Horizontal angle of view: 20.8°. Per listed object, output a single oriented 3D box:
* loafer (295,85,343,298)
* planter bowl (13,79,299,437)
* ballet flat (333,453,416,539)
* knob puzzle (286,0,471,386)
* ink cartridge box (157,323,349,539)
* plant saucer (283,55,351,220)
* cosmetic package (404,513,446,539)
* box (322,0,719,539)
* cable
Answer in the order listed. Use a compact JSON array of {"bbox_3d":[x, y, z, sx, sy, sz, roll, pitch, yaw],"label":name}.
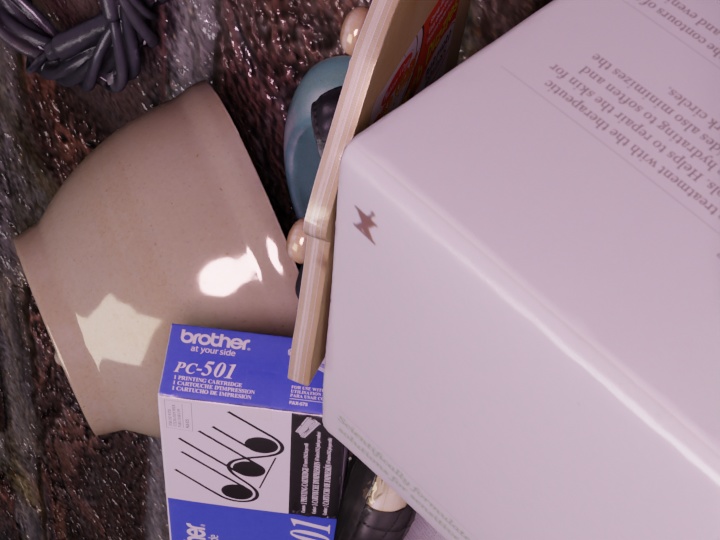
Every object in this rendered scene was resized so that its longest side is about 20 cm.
[{"bbox_3d":[0.000,0.000,0.967,0.070,0.068,0.201,-8,128,10],"label":"loafer"},{"bbox_3d":[-0.110,0.011,1.087,0.200,0.134,0.201,158,90,-84],"label":"planter bowl"},{"bbox_3d":[0.015,0.138,0.994,0.057,0.067,0.200,9,143,3],"label":"ballet flat"},{"bbox_3d":[0.008,-0.081,0.803,0.030,0.220,0.220,20,144,10],"label":"knob puzzle"},{"bbox_3d":[-0.053,0.101,1.024,0.094,0.044,0.200,7,147,1],"label":"ink cartridge box"},{"bbox_3d":[0.023,-0.018,1.032,0.200,0.027,0.200,39,151,28],"label":"plant saucer"},{"bbox_3d":[0.068,0.124,1.044,0.074,0.102,0.200,51,152,8],"label":"cosmetic package"},{"bbox_3d":[0.112,0.026,0.775,0.199,0.171,0.200,42,151,23],"label":"box"},{"bbox_3d":[-0.176,-0.181,1.153,0.163,0.051,0.200,42,149,12],"label":"cable"}]
